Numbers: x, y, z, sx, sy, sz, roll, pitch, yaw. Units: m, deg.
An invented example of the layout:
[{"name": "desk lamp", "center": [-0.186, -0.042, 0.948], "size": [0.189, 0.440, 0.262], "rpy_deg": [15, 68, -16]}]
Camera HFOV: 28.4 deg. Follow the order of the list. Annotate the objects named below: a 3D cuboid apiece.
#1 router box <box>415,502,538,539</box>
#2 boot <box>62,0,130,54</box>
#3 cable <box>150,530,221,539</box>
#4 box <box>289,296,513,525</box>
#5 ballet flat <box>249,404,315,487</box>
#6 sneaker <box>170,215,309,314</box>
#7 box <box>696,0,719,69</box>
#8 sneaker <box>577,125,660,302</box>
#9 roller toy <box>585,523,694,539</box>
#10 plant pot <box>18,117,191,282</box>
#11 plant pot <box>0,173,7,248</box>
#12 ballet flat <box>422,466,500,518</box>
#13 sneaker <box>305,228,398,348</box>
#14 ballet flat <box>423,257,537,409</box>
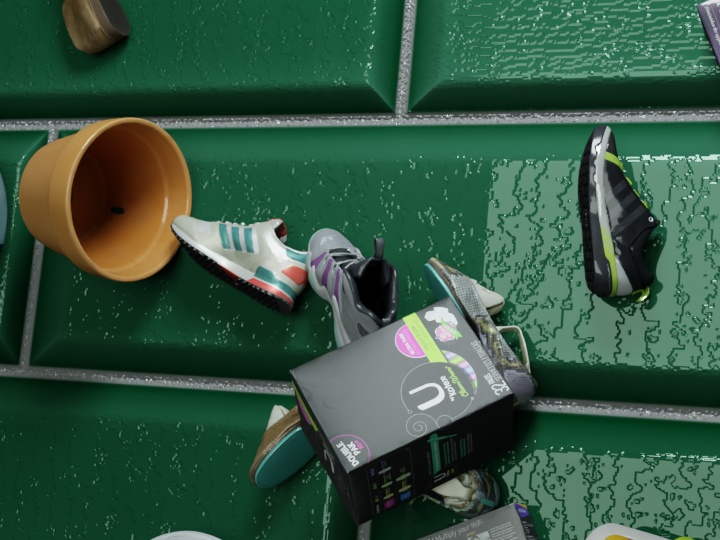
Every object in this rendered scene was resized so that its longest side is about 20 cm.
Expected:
[{"name": "router box", "center": [0.113, 0.364, 1.568], "size": [0.199, 0.052, 0.158], "rpy_deg": [-23, 71, 16]}, {"name": "boot", "center": [-0.379, -0.382, 1.907], "size": [0.075, 0.074, 0.201], "rpy_deg": [-30, 72, 25]}, {"name": "cable", "center": [-0.202, 0.408, 1.678], "size": [0.200, 0.069, 0.200], "rpy_deg": [-42, 67, 10]}, {"name": "box", "center": [0.046, 0.152, 1.543], "size": [0.199, 0.125, 0.149], "rpy_deg": [-24, 54, -12]}, {"name": "ballet flat", "center": [-0.063, 0.168, 1.677], "size": [0.200, 0.068, 0.072], "rpy_deg": [-46, 47, 8]}, {"name": "sneaker", "center": [-0.139, -0.029, 1.748], "size": [0.199, 0.070, 0.094], "rpy_deg": [30, 74, 26]}, {"name": "box", "center": [0.464, -0.215, 1.529], "size": [0.141, 0.079, 0.201], "rpy_deg": [-21, 72, 14]}, {"name": "sneaker", "center": [0.290, -0.062, 1.586], "size": [0.082, 0.072, 0.201], "rpy_deg": [-1, 80, -3]}, {"name": "roller toy", "center": [0.269, 0.354, 1.433], "size": [0.139, 0.200, 0.183], "rpy_deg": [14, 91, 24]}, {"name": "plant pot", "center": [-0.329, -0.091, 1.770], "size": [0.140, 0.200, 0.201], "rpy_deg": [6, 82, 39]}, {"name": "plant pot", "center": [-0.580, -0.086, 1.866], "size": [0.196, 0.196, 0.200], "rpy_deg": [-34, 77, 12]}, {"name": "ballet flat", "center": [0.064, 0.217, 1.608], "size": [0.199, 0.074, 0.075], "rpy_deg": [20, 88, 24]}, {"name": "sneaker", "center": [0.000, 0.000, 1.623], "size": [0.077, 0.140, 0.200], "rpy_deg": [-10, 55, -22]}, {"name": "ballet flat", "center": [0.142, 0.065, 1.616], "size": [0.072, 0.072, 0.201], "rpy_deg": [-32, 70, 13]}]
